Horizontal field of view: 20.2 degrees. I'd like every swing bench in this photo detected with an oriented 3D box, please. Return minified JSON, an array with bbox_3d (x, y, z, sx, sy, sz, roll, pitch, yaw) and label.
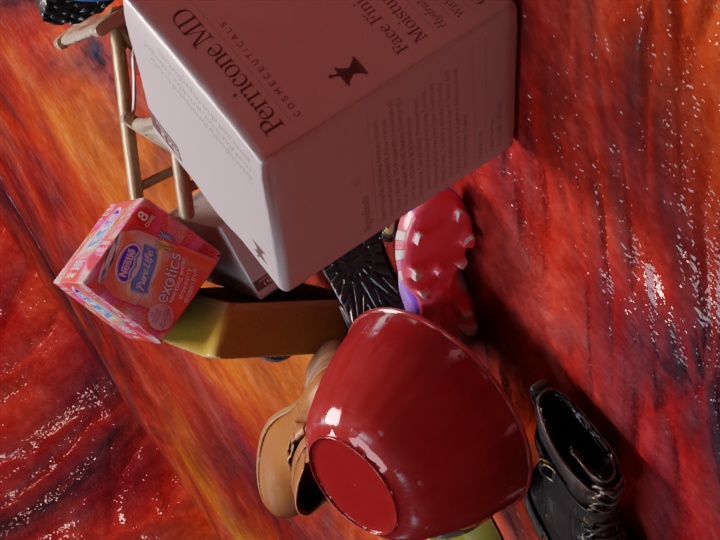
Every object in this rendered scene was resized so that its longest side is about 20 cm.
[{"bbox_3d":[-0.178,-0.164,1.901,0.201,0.129,0.199,66,164,-11],"label":"swing bench"}]

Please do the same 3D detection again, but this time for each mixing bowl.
[{"bbox_3d":[0.029,0.143,1.622,0.200,0.108,0.201,33,145,27],"label":"mixing bowl"}]

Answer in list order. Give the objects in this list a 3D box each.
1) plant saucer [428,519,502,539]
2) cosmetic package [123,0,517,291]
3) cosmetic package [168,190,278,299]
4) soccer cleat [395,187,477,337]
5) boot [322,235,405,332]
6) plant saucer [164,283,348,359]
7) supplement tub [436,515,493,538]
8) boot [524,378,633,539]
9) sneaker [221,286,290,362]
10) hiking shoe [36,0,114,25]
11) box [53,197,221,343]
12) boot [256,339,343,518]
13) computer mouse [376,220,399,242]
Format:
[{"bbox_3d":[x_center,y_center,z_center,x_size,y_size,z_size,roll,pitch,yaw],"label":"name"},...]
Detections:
[{"bbox_3d":[0.083,0.245,2.067,0.200,0.031,0.200,52,164,21],"label":"plant saucer"},{"bbox_3d":[-0.023,-0.130,1.333,0.165,0.199,0.165,49,163,25],"label":"cosmetic package"},{"bbox_3d":[-0.103,-0.041,1.942,0.091,0.107,0.200,59,163,-12],"label":"cosmetic package"},{"bbox_3d":[0.052,-0.011,1.603,0.077,0.066,0.200,53,167,32],"label":"soccer cleat"},{"bbox_3d":[0.000,0.001,1.779,0.200,0.065,0.166,56,-164,-82],"label":"boot"},{"bbox_3d":[-0.085,0.045,1.931,0.200,0.199,0.049,-166,76,-64],"label":"plant saucer"},{"bbox_3d":[0.057,0.177,1.839,0.123,0.122,0.200,60,164,-8],"label":"supplement tub"},{"bbox_3d":[0.185,0.197,1.580,0.200,0.069,0.174,54,165,22],"label":"boot"},{"bbox_3d":[-0.102,0.035,2.139,0.095,0.079,0.201,40,157,43],"label":"sneaker"},{"bbox_3d":[-0.232,-0.306,1.780,0.200,0.074,0.087,-54,48,30],"label":"hiking shoe"},{"bbox_3d":[-0.213,-0.001,1.913,0.094,0.103,0.200,38,171,-13],"label":"box"},{"bbox_3d":[-0.048,0.176,1.812,0.155,0.073,0.201,-94,20,-60],"label":"boot"},{"bbox_3d":[0.000,-0.097,1.540,0.200,0.046,0.141,114,143,-73],"label":"computer mouse"}]
